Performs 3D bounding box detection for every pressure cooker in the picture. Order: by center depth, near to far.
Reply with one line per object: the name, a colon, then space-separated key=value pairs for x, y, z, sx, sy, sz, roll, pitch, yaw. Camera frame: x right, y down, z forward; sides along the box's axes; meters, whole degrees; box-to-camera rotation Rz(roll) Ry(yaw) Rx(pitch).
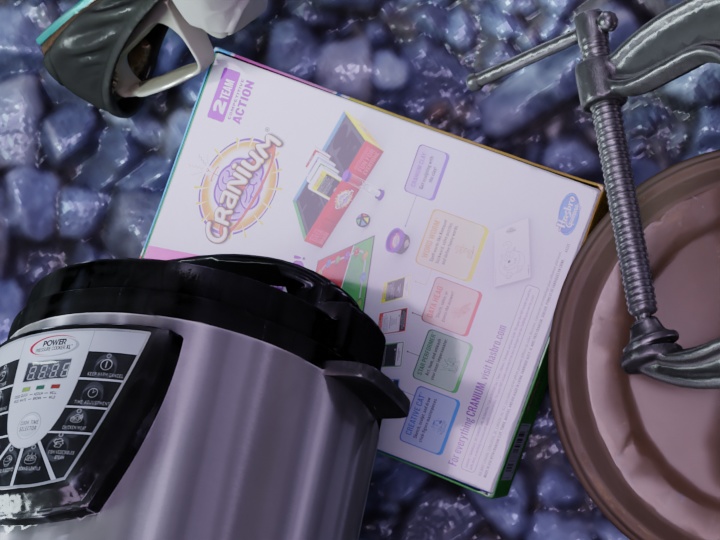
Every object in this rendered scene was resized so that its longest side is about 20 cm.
pressure cooker: x=-0.082 y=0.085 z=1.303 sx=0.175 sy=0.179 sz=0.201 roll=17 pitch=65 yaw=-8

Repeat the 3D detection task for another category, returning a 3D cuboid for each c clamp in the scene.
c clamp: x=0.133 y=-0.035 z=1.306 sx=0.171 sy=0.027 sz=0.201 roll=-32 pitch=60 yaw=37

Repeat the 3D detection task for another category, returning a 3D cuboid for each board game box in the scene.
board game box: x=0.000 y=0.000 z=1.405 sx=0.199 sy=0.040 sz=0.154 roll=21 pitch=91 yaw=13

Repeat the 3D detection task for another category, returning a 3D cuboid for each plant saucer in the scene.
plant saucer: x=0.184 y=0.042 z=1.346 sx=0.199 sy=0.029 sz=0.201 roll=0 pitch=86 yaw=-1

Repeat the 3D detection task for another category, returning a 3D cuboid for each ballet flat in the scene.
ballet flat: x=-0.081 y=-0.131 z=1.381 sx=0.068 sy=0.200 sz=0.068 roll=49 pitch=53 yaw=0
